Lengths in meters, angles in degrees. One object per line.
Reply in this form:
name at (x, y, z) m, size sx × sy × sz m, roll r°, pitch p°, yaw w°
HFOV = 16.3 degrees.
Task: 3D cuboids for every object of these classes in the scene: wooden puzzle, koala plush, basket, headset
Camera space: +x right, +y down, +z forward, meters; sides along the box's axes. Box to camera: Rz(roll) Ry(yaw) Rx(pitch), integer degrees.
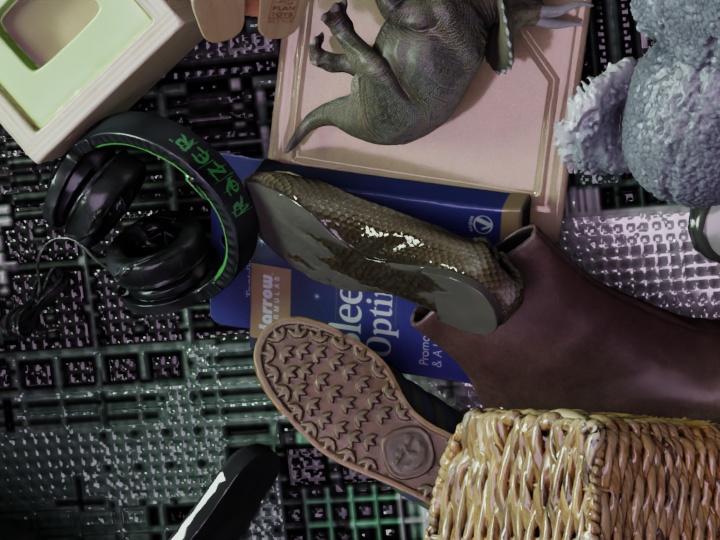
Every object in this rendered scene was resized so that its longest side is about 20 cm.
wooden puzzle at (0.042, -0.123, 1.507) m, size 0.185 × 0.037 × 0.201 m, roll 9°, pitch 106°, yaw 12°
koala plush at (0.201, -0.122, 1.394) m, size 0.177 × 0.184 × 0.200 m, roll 24°, pitch 109°, yaw 10°
basket at (0.129, 0.180, 1.420) m, size 0.143 × 0.149 × 0.201 m, roll -2°, pitch 84°, yaw 49°
headset at (-0.148, -0.017, 1.518) m, size 0.124 × 0.094 × 0.200 m, roll 48°, pitch 141°, yaw -11°

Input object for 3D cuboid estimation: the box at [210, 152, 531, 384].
box at (0.000, 0.000, 1.524) m, size 0.199 × 0.032 × 0.121 m, roll 9°, pitch 116°, yaw 14°

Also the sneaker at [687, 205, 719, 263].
sneaker at (0.285, -0.036, 1.435) m, size 0.200 × 0.079 × 0.074 m, roll -5°, pitch 100°, yaw 16°

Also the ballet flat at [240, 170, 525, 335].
ballet flat at (0.012, -0.017, 1.447) m, size 0.200 × 0.046 × 0.067 m, roll 21°, pitch 145°, yaw 34°

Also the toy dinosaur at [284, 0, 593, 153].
toy dinosaur at (0.026, -0.120, 1.453) m, size 0.200 × 0.077 × 0.102 m, roll -43°, pitch 84°, yaw 17°

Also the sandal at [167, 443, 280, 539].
sandal at (-0.107, 0.198, 1.575) m, size 0.045 × 0.075 × 0.200 m, roll 40°, pitch 104°, yaw 21°

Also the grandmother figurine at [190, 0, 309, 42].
grandmother figurine at (-0.090, -0.208, 1.464) m, size 0.121 × 0.200 × 0.061 m, roll 1°, pitch 127°, yaw -29°

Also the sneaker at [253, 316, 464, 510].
sneaker at (0.022, 0.100, 1.518) m, size 0.200 × 0.090 × 0.067 m, roll 33°, pitch 86°, yaw 3°

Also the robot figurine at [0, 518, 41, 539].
robot figurine at (-0.265, 0.211, 1.592) m, size 0.200 × 0.150 × 0.125 m, roll 18°, pitch 88°, yaw 11°

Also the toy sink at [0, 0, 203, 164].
toy sink at (-0.200, -0.184, 1.514) m, size 0.130 × 0.112 × 0.200 m, roll -41°, pitch 88°, yaw 17°

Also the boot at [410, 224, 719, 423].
boot at (0.150, 0.036, 1.457) m, size 0.200 × 0.072 × 0.166 m, roll -32°, pitch 116°, yaw 21°
